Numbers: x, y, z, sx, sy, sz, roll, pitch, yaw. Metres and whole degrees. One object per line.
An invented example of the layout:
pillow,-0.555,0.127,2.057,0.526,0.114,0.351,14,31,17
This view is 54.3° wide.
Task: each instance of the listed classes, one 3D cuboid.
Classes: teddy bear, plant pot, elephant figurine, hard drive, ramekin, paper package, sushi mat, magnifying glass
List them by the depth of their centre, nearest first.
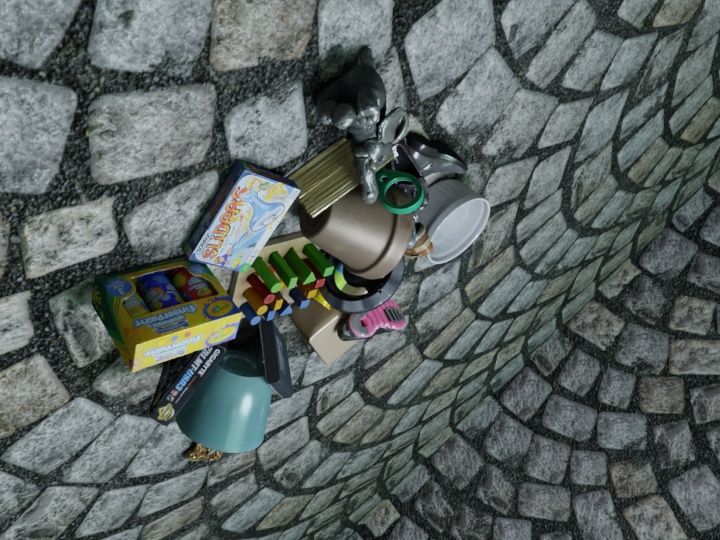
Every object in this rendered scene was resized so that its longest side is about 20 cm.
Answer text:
elephant figurine,0.014,-0.251,1.253,0.154,0.142,0.200,-31,138,10
sushi mat,-0.041,-0.190,1.320,0.199,0.096,0.012,-37,165,-9
magnifying glass,0.040,-0.176,1.326,0.079,0.200,0.022,-41,150,-10
plant pot,-0.021,-0.096,1.396,0.174,0.201,0.201,16,119,-38
plant pot,-0.285,0.271,1.534,0.200,0.200,0.162,0,115,-51
hard drive,-0.187,0.202,1.573,0.033,0.141,0.200,-11,161,-1
paper package,-0.052,0.105,1.686,0.200,0.104,0.191,-39,151,-8
ramekin,0.207,-0.125,1.699,0.199,0.105,0.201,-30,149,-21
teddy bear,-0.361,0.414,1.766,0.144,0.067,0.201,-4,140,-36

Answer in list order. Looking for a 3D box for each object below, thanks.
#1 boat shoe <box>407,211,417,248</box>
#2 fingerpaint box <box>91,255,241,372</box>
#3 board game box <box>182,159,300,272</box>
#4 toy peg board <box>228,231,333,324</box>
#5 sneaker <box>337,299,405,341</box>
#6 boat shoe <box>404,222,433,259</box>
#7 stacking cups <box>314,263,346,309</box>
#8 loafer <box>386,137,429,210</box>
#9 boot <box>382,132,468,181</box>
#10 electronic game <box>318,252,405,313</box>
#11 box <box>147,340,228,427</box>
boat shoe,0.090,-0.105,1.518,0.201,0.061,0.073,-81,-164,-62
fingerpaint box,-0.335,0.066,1.218,0.199,0.167,0.074,-16,142,-38
board game box,-0.215,-0.093,1.274,0.135,0.035,0.201,14,119,-46
toy peg board,-0.161,0.035,1.464,0.199,0.098,0.200,-17,142,-38
sneaker,0.023,0.126,1.646,0.199,0.080,0.095,-6,157,-47
boat shoe,0.110,-0.059,1.603,0.076,0.074,0.200,-40,-169,-7
stacking cups,-0.034,-0.009,1.577,0.201,0.060,0.060,-53,151,-3
loafer,0.092,-0.196,1.437,0.071,0.063,0.201,-24,126,6
boot,0.138,-0.219,1.542,0.199,0.070,0.132,14,123,-42
electronic game,0.000,0.000,1.510,0.200,0.200,0.042,-40,146,-5
box,-0.325,0.171,1.363,0.049,0.200,0.199,34,103,-17
